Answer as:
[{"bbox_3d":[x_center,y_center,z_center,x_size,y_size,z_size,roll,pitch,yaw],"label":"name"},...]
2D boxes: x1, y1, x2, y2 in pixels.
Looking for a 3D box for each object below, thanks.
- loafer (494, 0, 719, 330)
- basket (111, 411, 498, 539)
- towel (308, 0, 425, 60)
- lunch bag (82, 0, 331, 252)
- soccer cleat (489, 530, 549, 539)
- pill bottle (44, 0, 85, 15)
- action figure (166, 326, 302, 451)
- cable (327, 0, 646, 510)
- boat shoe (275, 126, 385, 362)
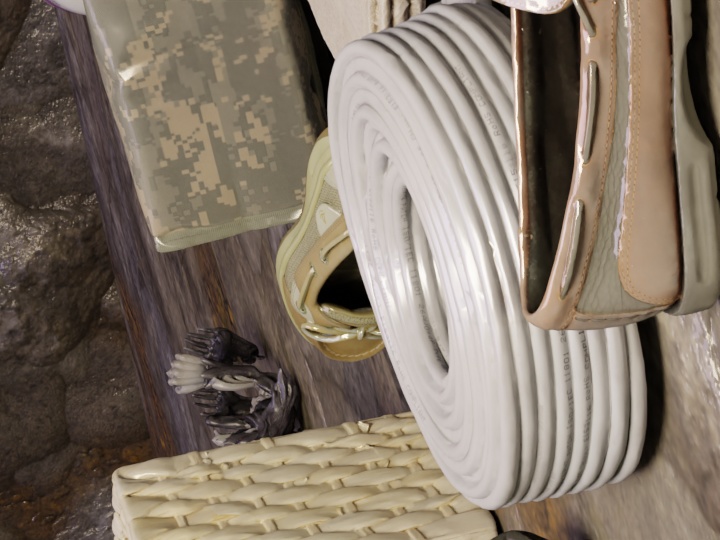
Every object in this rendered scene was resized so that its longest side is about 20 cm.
[{"bbox_3d":[0.067,-0.075,0.679,0.072,0.063,0.200,-136,33,-72],"label":"loafer"},{"bbox_3d":[-0.030,0.168,1.157,0.136,0.200,0.123,-120,23,-55],"label":"basket"},{"bbox_3d":[-0.005,-0.160,1.021,0.133,0.034,0.200,88,164,-45],"label":"towel"},{"bbox_3d":[-0.079,-0.124,1.201,0.200,0.117,0.164,-99,-4,-69],"label":"lunch bag"},{"bbox_3d":[0.106,0.191,0.899,0.084,0.065,0.200,42,-166,-48],"label":"soccer cleat"},{"bbox_3d":[-0.213,-0.259,1.743,0.200,0.112,0.112,-151,48,-75],"label":"pill bottle"},{"bbox_3d":[-0.100,0.116,1.709,0.200,0.102,0.119,-130,39,-70],"label":"action figure"},{"bbox_3d":[0.047,-0.005,0.856,0.200,0.069,0.200,-134,31,-69],"label":"cable"},{"bbox_3d":[0.003,-0.001,1.100,0.201,0.073,0.063,107,152,-57],"label":"boat shoe"}]
